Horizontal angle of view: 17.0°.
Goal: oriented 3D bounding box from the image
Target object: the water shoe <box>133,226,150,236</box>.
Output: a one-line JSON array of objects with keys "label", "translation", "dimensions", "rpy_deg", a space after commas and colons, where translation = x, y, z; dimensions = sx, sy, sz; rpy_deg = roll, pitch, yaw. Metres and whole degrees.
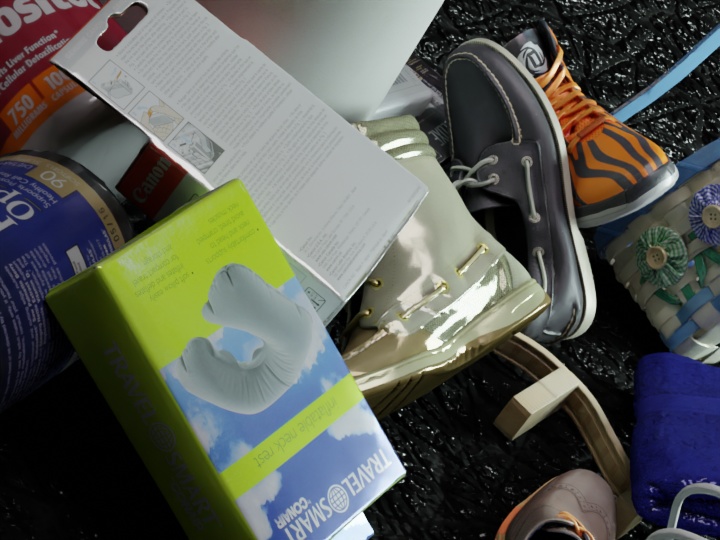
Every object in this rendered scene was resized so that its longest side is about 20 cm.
[{"label": "water shoe", "translation": [-0.077, 0.063, 1.262], "dimensions": [0.071, 0.079, 0.200], "rpy_deg": [-16, 58, -49]}]

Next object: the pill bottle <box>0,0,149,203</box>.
[{"label": "pill bottle", "translation": [-0.201, -0.128, 1.365], "dimensions": [0.113, 0.113, 0.200], "rpy_deg": [-14, 56, -48]}]

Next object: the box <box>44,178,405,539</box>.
[{"label": "box", "translation": [-0.059, 0.068, 1.195], "dimensions": [0.122, 0.048, 0.200], "rpy_deg": [-36, 98, -49]}]

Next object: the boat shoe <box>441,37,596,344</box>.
[{"label": "boat shoe", "translation": [0.089, -0.050, 1.502], "dimensions": [0.063, 0.073, 0.200], "rpy_deg": [-12, 82, -47]}]

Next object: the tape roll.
[{"label": "tape roll", "translation": [-0.046, -0.194, 1.426], "dimensions": [0.202, 0.139, 0.203], "rpy_deg": [20, 37, -16]}]

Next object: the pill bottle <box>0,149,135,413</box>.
[{"label": "pill bottle", "translation": [-0.203, 0.022, 1.177], "dimensions": [0.112, 0.112, 0.200], "rpy_deg": [40, 33, 8]}]

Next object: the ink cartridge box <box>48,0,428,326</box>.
[{"label": "ink cartridge box", "translation": [-0.071, -0.064, 1.293], "dimensions": [0.200, 0.050, 0.109], "rpy_deg": [39, 46, -1]}]

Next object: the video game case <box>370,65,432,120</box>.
[{"label": "video game case", "translation": [-0.076, -0.144, 1.484], "dimensions": [0.182, 0.023, 0.200], "rpy_deg": [47, 38, 18]}]

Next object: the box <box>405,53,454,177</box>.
[{"label": "box", "translation": [-0.023, -0.099, 1.534], "dimensions": [0.158, 0.050, 0.200], "rpy_deg": [40, 34, 8]}]

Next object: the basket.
[{"label": "basket", "translation": [0.240, -0.053, 1.589], "dimensions": [0.139, 0.176, 0.200], "rpy_deg": [13, 47, -41]}]

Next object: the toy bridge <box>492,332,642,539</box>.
[{"label": "toy bridge", "translation": [0.108, 0.079, 1.445], "dimensions": [0.200, 0.027, 0.067], "rpy_deg": [44, 34, 14]}]

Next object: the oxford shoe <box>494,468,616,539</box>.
[{"label": "oxford shoe", "translation": [0.110, 0.159, 1.306], "dimensions": [0.071, 0.073, 0.200], "rpy_deg": [34, 33, 0]}]

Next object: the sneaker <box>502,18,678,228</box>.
[{"label": "sneaker", "translation": [0.127, -0.097, 1.550], "dimensions": [0.112, 0.078, 0.200], "rpy_deg": [63, -15, -19]}]

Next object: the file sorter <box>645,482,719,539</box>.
[{"label": "file sorter", "translation": [0.169, 0.216, 1.183], "dimensions": [0.139, 0.125, 0.200], "rpy_deg": [23, 37, 21]}]

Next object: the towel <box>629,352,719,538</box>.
[{"label": "towel", "translation": [0.234, 0.111, 1.437], "dimensions": [0.147, 0.050, 0.200], "rpy_deg": [6, 20, 6]}]

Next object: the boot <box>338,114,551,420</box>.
[{"label": "boot", "translation": [0.000, 0.000, 1.371], "dimensions": [0.200, 0.072, 0.155], "rpy_deg": [-27, 80, -40]}]
